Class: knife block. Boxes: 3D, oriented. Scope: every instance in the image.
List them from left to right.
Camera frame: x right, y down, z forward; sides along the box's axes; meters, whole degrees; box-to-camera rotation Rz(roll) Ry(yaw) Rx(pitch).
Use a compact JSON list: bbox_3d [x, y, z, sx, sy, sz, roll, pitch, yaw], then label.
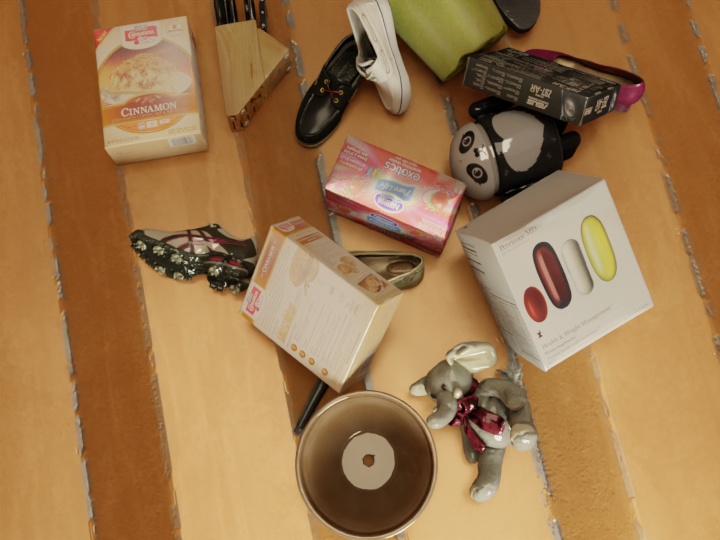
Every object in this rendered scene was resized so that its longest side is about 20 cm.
[{"bbox_3d":[-0.206,-0.351,1.537,0.174,0.064,0.201,34,78,9],"label":"knife block"}]

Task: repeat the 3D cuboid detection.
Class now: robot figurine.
[{"bbox_3d":[0.232,-0.184,1.461,0.196,0.127,0.151,-17,37,-5],"label":"robot figurine"}]

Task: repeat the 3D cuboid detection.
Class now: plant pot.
[{"bbox_3d":[0.011,0.271,1.352,0.196,0.093,0.206,-1,82,4],"label":"plant pot"},{"bbox_3d":[0.128,-0.409,1.501,0.199,0.200,0.185,-37,89,-9],"label":"plant pot"}]

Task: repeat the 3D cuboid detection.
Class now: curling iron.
[{"bbox_3d":[-0.040,0.157,1.422,0.049,0.026,0.201,33,78,11],"label":"curling iron"}]

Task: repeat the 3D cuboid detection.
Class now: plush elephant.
[{"bbox_3d":[0.152,0.188,1.351,0.152,0.166,0.202,20,47,-8],"label":"plush elephant"}]

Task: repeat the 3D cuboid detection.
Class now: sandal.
[{"bbox_3d":[0.234,-0.470,1.586,0.075,0.043,0.202,-22,67,-13],"label":"sandal"}]

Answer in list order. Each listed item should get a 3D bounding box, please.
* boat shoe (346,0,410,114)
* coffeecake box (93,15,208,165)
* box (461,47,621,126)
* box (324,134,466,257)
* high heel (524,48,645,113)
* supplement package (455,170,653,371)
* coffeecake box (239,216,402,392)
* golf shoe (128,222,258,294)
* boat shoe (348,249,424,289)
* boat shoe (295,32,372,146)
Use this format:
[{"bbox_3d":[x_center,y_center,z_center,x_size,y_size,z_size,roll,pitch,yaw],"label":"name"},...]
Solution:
[{"bbox_3d":[0.025,-0.325,1.474,0.065,0.203,0.072,-32,41,-22],"label":"boat shoe"},{"bbox_3d":[-0.330,-0.284,1.514,0.150,0.073,0.204,-9,75,-2],"label":"coffeecake box"},{"bbox_3d":[0.276,-0.282,1.452,0.197,0.160,0.044,25,118,24],"label":"box"},{"bbox_3d":[0.052,-0.111,1.455,0.197,0.103,0.096,23,76,5],"label":"box"},{"bbox_3d":[0.352,-0.317,1.512,0.197,0.096,0.068,22,76,5],"label":"high heel"},{"bbox_3d":[0.275,-0.005,1.367,0.189,0.147,0.203,-29,106,-8],"label":"supplement package"},{"bbox_3d":[-0.060,0.046,1.366,0.199,0.073,0.155,36,119,20],"label":"coffeecake box"},{"bbox_3d":[-0.252,-0.031,1.458,0.196,0.078,0.089,17,56,2],"label":"golf shoe"},{"bbox_3d":[0.000,0.000,1.445,0.196,0.063,0.075,-11,76,-3],"label":"boat shoe"},{"bbox_3d":[-0.044,-0.291,1.524,0.073,0.063,0.203,31,79,5],"label":"boat shoe"}]
